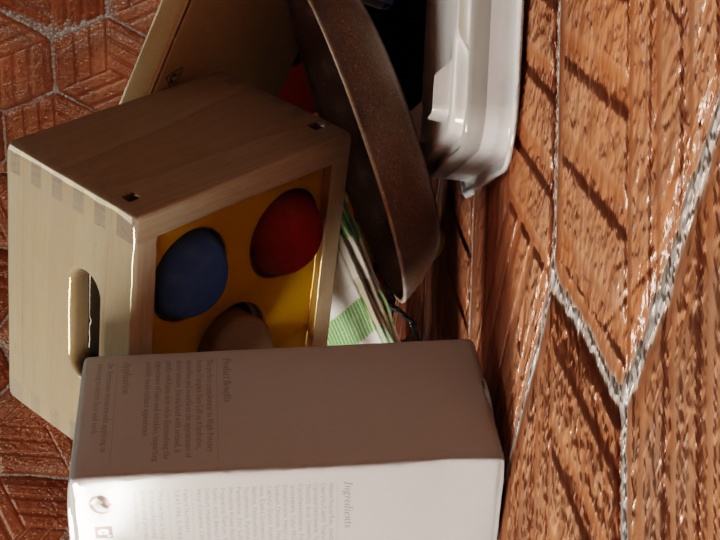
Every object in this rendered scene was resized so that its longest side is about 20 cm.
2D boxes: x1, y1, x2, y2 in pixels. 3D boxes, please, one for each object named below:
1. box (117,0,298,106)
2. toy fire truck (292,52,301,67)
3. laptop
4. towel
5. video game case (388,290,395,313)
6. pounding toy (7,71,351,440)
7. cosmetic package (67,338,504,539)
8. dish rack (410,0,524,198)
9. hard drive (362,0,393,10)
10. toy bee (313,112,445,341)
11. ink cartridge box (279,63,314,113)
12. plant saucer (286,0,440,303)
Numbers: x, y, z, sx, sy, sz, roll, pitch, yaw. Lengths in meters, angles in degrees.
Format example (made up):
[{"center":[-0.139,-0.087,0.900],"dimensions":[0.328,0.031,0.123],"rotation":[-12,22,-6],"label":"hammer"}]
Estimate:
[{"center":[-0.075,-0.140,0.944],"dimensions":[0.201,0.021,0.163],"rotation":[-66,-18,13],"label":"box"},{"center":[-0.071,-0.217,1.092],"dimensions":[0.200,0.111,0.170],"rotation":[-5,93,63],"label":"toy fire truck"},{"center":[0.008,-0.196,1.158],"dimensions":[0.201,0.102,0.178],"rotation":[-102,15,-49],"label":"laptop"},{"center":[-0.019,0.027,0.999],"dimensions":[0.201,0.023,0.152],"rotation":[64,153,6],"label":"towel"},{"center":[-0.047,0.003,1.246],"dimensions":[0.023,0.199,0.184],"rotation":[-10,63,45],"label":"video game case"},{"center":[-0.077,0.020,0.880],"dimensions":[0.183,0.142,0.202],"rotation":[-26,-47,-43],"label":"pounding toy"},{"center":[-0.037,0.092,0.772],"dimensions":[0.102,0.198,0.075],"rotation":[-97,8,-58],"label":"cosmetic package"},{"center":[0.053,-0.132,0.858],"dimensions":[0.200,0.043,0.174],"rotation":[153,121,-85],"label":"dish rack"},{"center":[0.038,-0.256,0.953],"dimensions":[0.132,0.025,0.202],"rotation":[-94,23,-82],"label":"hard drive"},{"center":[0.000,0.000,1.076],"dimensions":[0.201,0.130,0.109],"rotation":[54,-145,-26],"label":"toy bee"},{"center":[-0.038,-0.058,1.188],"dimensions":[0.174,0.043,0.201],"rotation":[56,-138,-38],"label":"ink cartridge box"},{"center":[0.004,-0.081,0.918],"dimensions":[0.200,0.034,0.202],"rotation":[161,90,-86],"label":"plant saucer"}]
